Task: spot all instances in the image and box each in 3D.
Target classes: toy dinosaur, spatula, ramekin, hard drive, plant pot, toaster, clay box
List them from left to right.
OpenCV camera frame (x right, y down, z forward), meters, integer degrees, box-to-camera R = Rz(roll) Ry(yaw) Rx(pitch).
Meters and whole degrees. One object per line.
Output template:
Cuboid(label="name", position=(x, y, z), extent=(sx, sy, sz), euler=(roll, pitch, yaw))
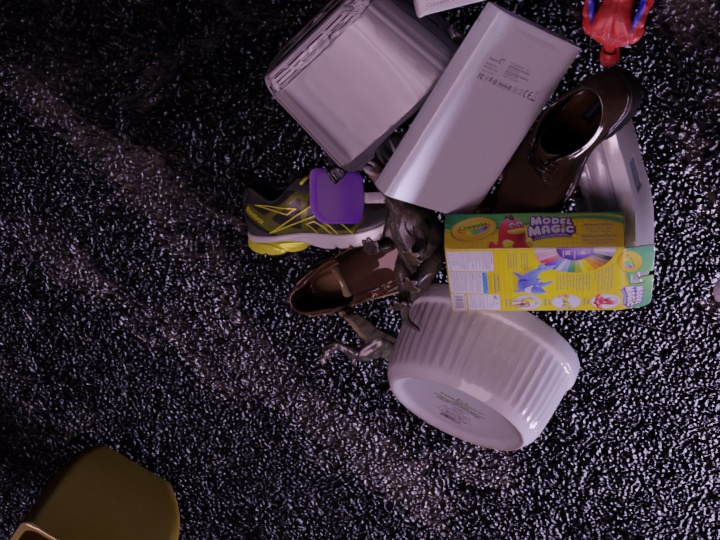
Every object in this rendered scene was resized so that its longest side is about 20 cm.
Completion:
Cuboid(label="plant pot", position=(-0.345, 0.344, 2.001), extent=(0.195, 0.200, 0.194), euler=(31, 131, -10))
Cuboid(label="toaster", position=(-0.001, -0.191, 1.494), extent=(0.129, 0.114, 0.200), euler=(43, 116, -13))
Cuboid(label="toy dinosaur", position=(0.008, 0.085, 1.753), extent=(0.088, 0.048, 0.200), euler=(-17, 148, 33))
Cuboid(label="spatula", position=(0.042, -0.074, 1.593), extent=(0.200, 0.057, 0.021), euler=(1, 179, -16))
Cuboid(label="toy dinosaur", position=(0.057, -0.024, 1.553), extent=(0.077, 0.102, 0.200), euler=(2, 130, 35))
Cuboid(label="ramekin", position=(0.124, 0.110, 1.664), extent=(0.200, 0.105, 0.200), euler=(23, 159, 9))
Cuboid(label="hard drive", position=(0.112, -0.146, 1.462), extent=(0.132, 0.027, 0.200), euler=(13, 115, -47))
Cuboid(label="clay box", position=(0.185, -0.008, 1.523), extent=(0.200, 0.048, 0.115), euler=(-1, 147, 6))

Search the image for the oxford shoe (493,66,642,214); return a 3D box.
Cuboid(label="oxford shoe", position=(0.178, -0.112, 1.476), extent=(0.073, 0.084, 0.200), euler=(46, 125, 18))

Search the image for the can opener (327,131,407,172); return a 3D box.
Cuboid(label="can opener", position=(0.060, -0.144, 1.575), extent=(0.200, 0.053, 0.067), euler=(-8, 93, 24))

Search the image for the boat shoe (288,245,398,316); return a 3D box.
Cuboid(label="boat shoe", position=(0.003, 0.006, 1.668), extent=(0.202, 0.075, 0.075), euler=(-28, 93, 40))

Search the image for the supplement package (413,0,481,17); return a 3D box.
Cuboid(label="supplement package", position=(0.114, -0.337, 1.263), extent=(0.191, 0.147, 0.200), euler=(-13, 110, 6))

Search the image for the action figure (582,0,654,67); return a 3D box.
Cuboid(label="action figure", position=(0.239, -0.273, 1.398), extent=(0.065, 0.052, 0.200), euler=(14, 125, 12))

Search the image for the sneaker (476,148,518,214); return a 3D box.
Cuboid(label="sneaker", position=(0.159, -0.042, 1.608), extent=(0.082, 0.078, 0.200), euler=(15, 122, 11))

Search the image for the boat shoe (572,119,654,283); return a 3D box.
Cuboid(label="boat shoe", position=(0.246, -0.074, 1.550), extent=(0.068, 0.072, 0.200), euler=(0, 130, 29))

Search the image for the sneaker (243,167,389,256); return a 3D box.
Cuboid(label="sneaker", position=(-0.038, -0.070, 1.642), extent=(0.200, 0.074, 0.085), euler=(-11, 114, 18))

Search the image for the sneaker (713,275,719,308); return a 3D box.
Cuboid(label="sneaker", position=(0.396, -0.051, 1.522), extent=(0.108, 0.067, 0.201), euler=(39, 126, -13))
